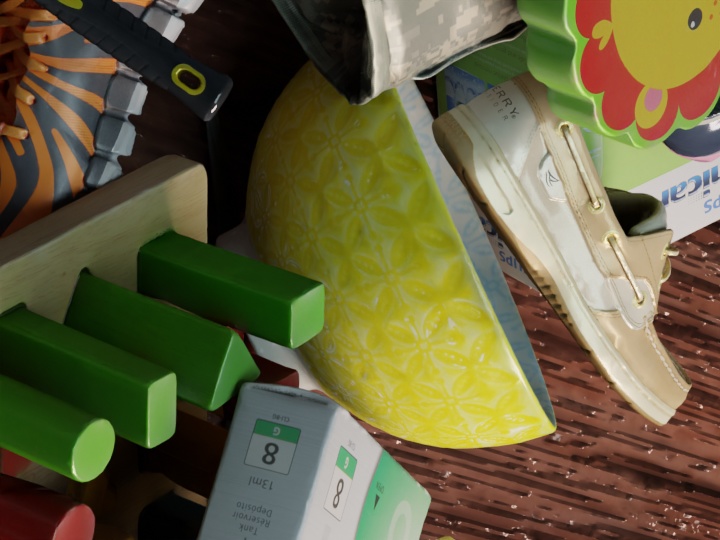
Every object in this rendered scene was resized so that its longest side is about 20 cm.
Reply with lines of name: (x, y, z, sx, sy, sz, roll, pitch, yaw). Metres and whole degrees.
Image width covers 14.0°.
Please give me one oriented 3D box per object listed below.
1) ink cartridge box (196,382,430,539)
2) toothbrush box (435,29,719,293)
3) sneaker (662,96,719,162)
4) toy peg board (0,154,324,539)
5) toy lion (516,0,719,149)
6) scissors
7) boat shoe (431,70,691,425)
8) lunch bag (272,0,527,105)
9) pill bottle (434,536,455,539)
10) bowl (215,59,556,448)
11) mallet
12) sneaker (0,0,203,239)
ink cartridge box: (-0.034, 0.161, 1.185, 0.161, 0.050, 0.201, 51, 52, -68)
toothbrush box: (0.115, -0.110, 1.398, 0.145, 0.086, 0.200, -25, 124, -29)
sneaker: (0.192, -0.138, 1.360, 0.200, 0.070, 0.082, -52, 160, -14)
toy peg board: (-0.101, 0.087, 1.178, 0.200, 0.098, 0.200, -31, 131, -46)
toy lion: (0.137, -0.158, 1.214, 0.191, 0.069, 0.200, -28, 127, -36)
scissors: (-0.052, 0.006, 1.364, 0.073, 0.014, 0.201, -11, 115, -35)
boat shoe: (0.109, -0.010, 1.334, 0.069, 0.074, 0.200, -36, 126, 1)
lunch bag: (0.027, -0.186, 1.221, 0.164, 0.118, 0.200, -30, 98, -26)
pill bottle: (-0.037, 0.192, 1.319, 0.200, 0.112, 0.113, -21, 124, -11)
bowl: (0.000, 0.000, 1.307, 0.107, 0.200, 0.200, -24, 130, 5)
mallet: (-0.132, -0.130, 1.137, 0.200, 0.041, 0.066, 27, 89, -2)
sneaker: (-0.142, -0.093, 1.205, 0.112, 0.077, 0.200, 32, 77, -40)
